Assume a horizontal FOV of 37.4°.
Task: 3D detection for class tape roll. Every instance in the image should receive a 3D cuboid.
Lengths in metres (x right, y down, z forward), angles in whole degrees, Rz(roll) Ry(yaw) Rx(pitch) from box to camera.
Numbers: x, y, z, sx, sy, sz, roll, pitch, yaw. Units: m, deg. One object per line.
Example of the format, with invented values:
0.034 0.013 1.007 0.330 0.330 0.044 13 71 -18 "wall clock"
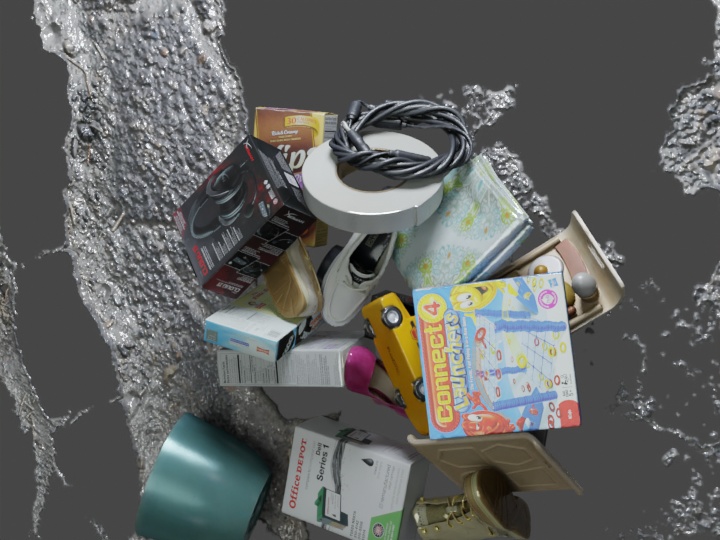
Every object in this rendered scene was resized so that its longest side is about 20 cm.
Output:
0.018 -0.126 1.492 0.202 0.203 0.037 15 134 19 "tape roll"

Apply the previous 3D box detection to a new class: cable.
0.059 -0.185 1.490 0.199 0.163 0.051 16 132 17 "cable"

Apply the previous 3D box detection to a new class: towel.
0.133 -0.050 1.482 0.200 0.048 0.171 -47 41 17 "towel"

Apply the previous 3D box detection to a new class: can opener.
0.000 -0.037 1.575 0.079 0.063 0.200 34 107 7 "can opener"

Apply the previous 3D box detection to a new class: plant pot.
-0.231 0.341 1.645 0.161 0.201 0.201 20 103 4 "plant pot"

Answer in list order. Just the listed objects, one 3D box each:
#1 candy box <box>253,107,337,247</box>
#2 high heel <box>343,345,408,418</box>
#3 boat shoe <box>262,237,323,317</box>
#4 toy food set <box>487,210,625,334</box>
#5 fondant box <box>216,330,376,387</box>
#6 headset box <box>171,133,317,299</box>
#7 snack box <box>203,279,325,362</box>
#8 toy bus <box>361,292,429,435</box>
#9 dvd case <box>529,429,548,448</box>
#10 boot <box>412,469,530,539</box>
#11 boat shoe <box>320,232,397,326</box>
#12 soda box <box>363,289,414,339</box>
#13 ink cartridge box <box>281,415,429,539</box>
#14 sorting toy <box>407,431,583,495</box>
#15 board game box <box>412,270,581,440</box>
-0.104 -0.142 1.608 0.116 0.056 0.201 8 98 20 "candy box"
0.042 0.164 1.521 0.096 0.200 0.067 11 64 24 "high heel"
-0.110 -0.018 1.562 0.074 0.069 0.200 -33 65 30 "boat shoe"
0.240 0.025 1.444 0.200 0.060 0.144 -32 55 8 "toy food set"
-0.092 0.130 1.587 0.199 0.144 0.058 -1 98 21 "fondant box"
-0.176 -0.070 1.529 0.200 0.077 0.149 -42 53 20 "headset box"
-0.129 0.069 1.563 0.116 0.200 0.037 16 113 19 "snack box"
0.077 0.127 1.479 0.065 0.078 0.200 -33 79 58 "toy bus"
0.193 0.201 1.508 0.150 0.025 0.200 15 127 18 "dvd case"
0.141 0.338 1.507 0.155 0.200 0.073 -9 61 24 "boot"
0.000 0.000 1.519 0.072 0.066 0.200 29 108 -11 "boat shoe"
0.111 0.087 1.547 0.199 0.063 0.071 15 101 18 "soda box"
-0.009 0.319 1.599 0.199 0.084 0.147 14 100 25 "ink cartridge box"
0.189 0.263 1.476 0.200 0.185 0.037 -5 56 32 "sorting toy"
0.178 0.111 1.385 0.195 0.056 0.201 -8 89 12 "board game box"
